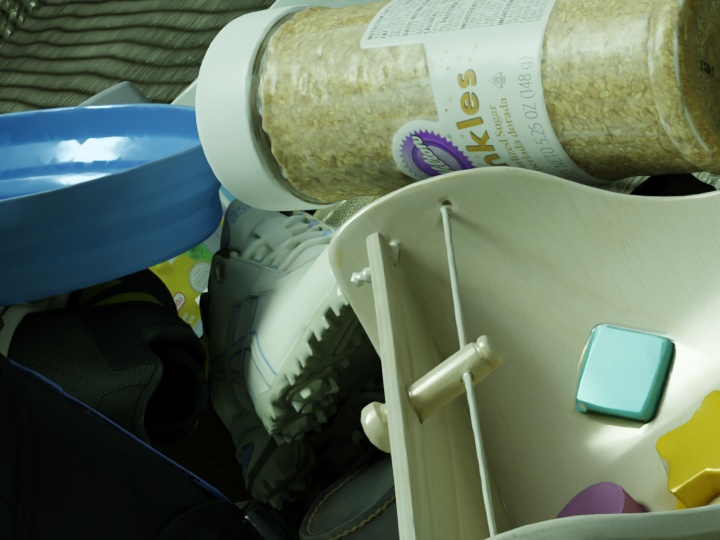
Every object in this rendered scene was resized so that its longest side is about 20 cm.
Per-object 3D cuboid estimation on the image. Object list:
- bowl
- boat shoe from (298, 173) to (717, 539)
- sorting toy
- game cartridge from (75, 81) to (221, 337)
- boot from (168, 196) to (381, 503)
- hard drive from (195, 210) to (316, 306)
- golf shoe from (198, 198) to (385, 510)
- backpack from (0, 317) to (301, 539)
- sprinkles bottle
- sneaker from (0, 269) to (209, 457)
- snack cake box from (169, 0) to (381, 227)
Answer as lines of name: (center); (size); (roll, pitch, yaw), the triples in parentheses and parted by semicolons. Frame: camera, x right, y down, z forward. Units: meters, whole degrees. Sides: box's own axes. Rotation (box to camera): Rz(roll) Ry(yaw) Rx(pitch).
bowl: (-0.143, -0.021, 1.022); (0.199, 0.040, 0.201); (-8, 13, 2)
boat shoe: (0.051, 0.031, 0.923); (0.200, 0.073, 0.075); (-37, 15, 23)
sorting toy: (0.093, 0.034, 0.766); (0.179, 0.107, 0.200); (-28, 27, 12)
game cartridge: (-0.129, -0.001, 1.386); (0.040, 0.133, 0.200); (-39, 13, 45)
boot: (0.000, 0.000, 1.163); (0.200, 0.073, 0.156); (-47, 7, 21)
hard drive: (0.009, -0.037, 1.333); (0.200, 0.026, 0.132); (-43, 14, -1)
golf shoe: (-0.025, 0.012, 1.002); (0.078, 0.098, 0.200); (-25, -14, -23)
backpack: (-0.129, 0.138, 0.893); (0.147, 0.183, 0.200); (-43, 21, 27)
sprinkles bottle: (0.039, -0.058, 0.899); (0.199, 0.068, 0.068); (-3, 38, 42)
sneaker: (-0.092, 0.041, 1.047); (0.200, 0.084, 0.075); (-37, -42, -76)
snack cake box: (-0.030, -0.074, 1.275); (0.115, 0.067, 0.200); (-43, 0, -3)
